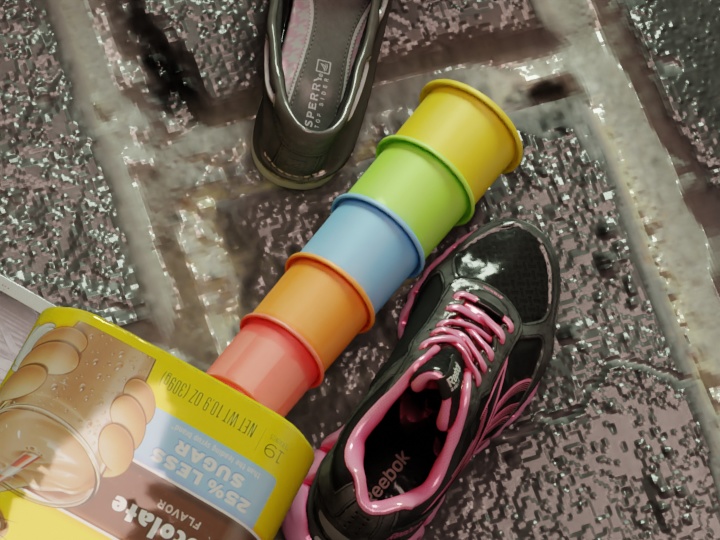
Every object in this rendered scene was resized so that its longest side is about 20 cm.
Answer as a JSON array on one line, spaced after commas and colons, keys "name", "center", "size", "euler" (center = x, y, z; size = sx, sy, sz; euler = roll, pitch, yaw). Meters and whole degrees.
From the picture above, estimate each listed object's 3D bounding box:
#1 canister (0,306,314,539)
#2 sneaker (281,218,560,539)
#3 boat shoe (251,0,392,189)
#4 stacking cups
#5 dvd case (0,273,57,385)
[{"name": "canister", "center": [-0.124, 0.133, 1.282], "size": [0.148, 0.087, 0.200], "euler": [28, 66, -2]}, {"name": "sneaker", "center": [0.040, 0.052, 1.369], "size": [0.079, 0.095, 0.200], "euler": [31, 65, 2]}, {"name": "boat shoe", "center": [-0.013, -0.137, 1.445], "size": [0.067, 0.057, 0.200], "euler": [11, 68, -8]}, {"name": "stacking cups", "center": [0.000, 0.000, 1.391], "size": [0.060, 0.061, 0.200], "euler": [36, 64, 2]}, {"name": "dvd case", "center": [-0.161, 0.087, 1.348], "size": [0.200, 0.025, 0.150], "euler": [29, 67, 0]}]
